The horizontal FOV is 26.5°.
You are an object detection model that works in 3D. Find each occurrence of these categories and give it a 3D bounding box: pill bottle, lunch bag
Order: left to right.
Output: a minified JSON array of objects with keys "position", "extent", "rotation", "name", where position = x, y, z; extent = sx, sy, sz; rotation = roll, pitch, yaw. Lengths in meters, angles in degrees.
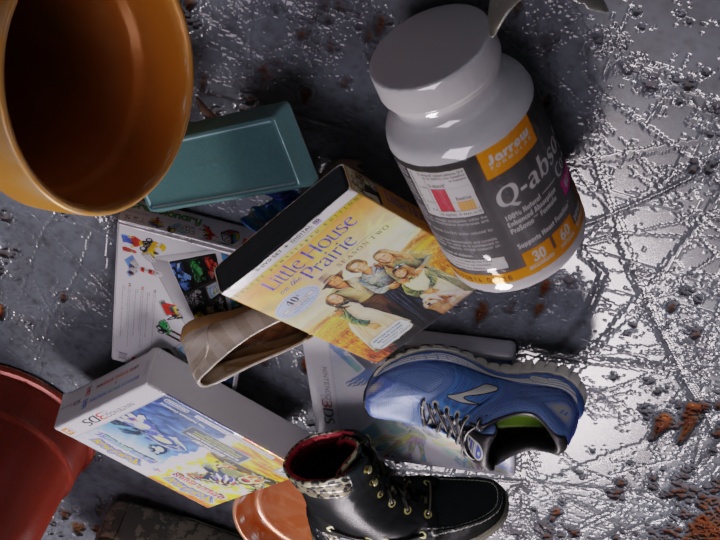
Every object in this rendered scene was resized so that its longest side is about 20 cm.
[{"position":[-0.223,0.371,1.691],"extent":[0.198,0.169,0.140],"rotation":[20,138,-3],"name":"lunch bag"},{"position":[0.086,-0.089,1.136],"extent":[0.115,0.117,0.201],"rotation":[-8,133,25],"name":"pill bottle"}]

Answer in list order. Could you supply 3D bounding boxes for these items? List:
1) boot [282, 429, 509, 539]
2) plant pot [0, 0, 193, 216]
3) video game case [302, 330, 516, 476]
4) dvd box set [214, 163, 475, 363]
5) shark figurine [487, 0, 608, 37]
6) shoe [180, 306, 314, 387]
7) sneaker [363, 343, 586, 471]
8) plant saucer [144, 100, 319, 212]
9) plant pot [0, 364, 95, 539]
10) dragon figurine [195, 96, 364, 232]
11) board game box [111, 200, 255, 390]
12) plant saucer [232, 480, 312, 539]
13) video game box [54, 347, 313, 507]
[{"position":[0.033,0.210,1.461],"extent":[0.201,0.074,0.154],"rotation":[-9,142,11],"name":"boot"},{"position":[-0.256,-0.147,1.144],"extent":[0.182,0.201,0.201],"rotation":[6,140,34],"name":"plant pot"},{"position":[0.049,0.122,1.445],"extent":[0.198,0.022,0.183],"rotation":[6,137,12],"name":"video game case"},{"position":[0.000,0.000,1.242],"extent":[0.146,0.030,0.199],"rotation":[-37,141,23],"name":"dvd box set"},{"position":[0.081,-0.232,0.998],"extent":[0.089,0.214,0.130],"rotation":[-11,111,-25],"name":"shark figurine"},{"position":[-0.065,0.048,1.348],"extent":[0.198,0.054,0.070],"rotation":[-22,140,13],"name":"shoe"},{"position":[0.096,0.123,1.347],"extent":[0.198,0.090,0.079],"rotation":[2,135,16],"name":"sneaker"},{"position":[-0.117,-0.086,1.223],"extent":[0.199,0.019,0.071],"rotation":[-7,112,43],"name":"plant saucer"},{"position":[-0.397,0.233,1.579],"extent":[0.198,0.196,0.202],"rotation":[9,138,8],"name":"plant pot"},{"position":[-0.060,-0.061,1.256],"extent":[0.198,0.059,0.100],"rotation":[23,138,-9],"name":"dragon figurine"},{"position":[-0.162,0.026,1.399],"extent":[0.125,0.035,0.201],"rotation":[14,138,1],"name":"board game box"},{"position":[-0.037,0.265,1.619],"extent":[0.198,0.033,0.202],"rotation":[9,137,9],"name":"plant saucer"},{"position":[-0.174,0.160,1.511],"extent":[0.199,0.047,0.182],"rotation":[32,146,-27],"name":"video game box"}]
